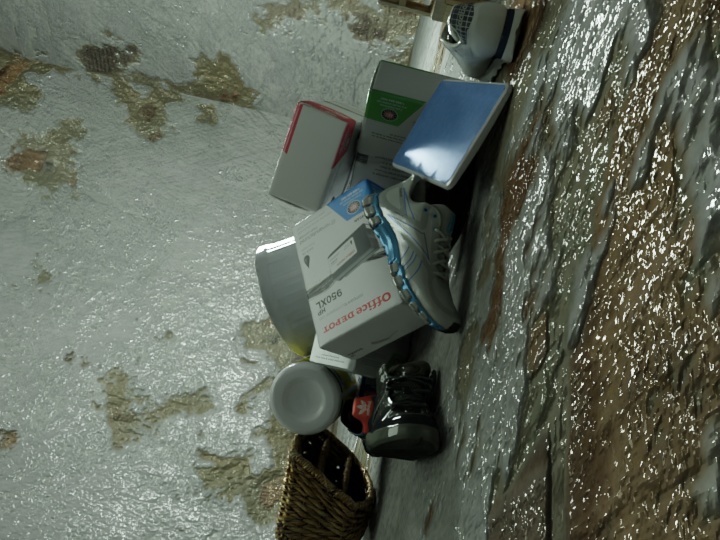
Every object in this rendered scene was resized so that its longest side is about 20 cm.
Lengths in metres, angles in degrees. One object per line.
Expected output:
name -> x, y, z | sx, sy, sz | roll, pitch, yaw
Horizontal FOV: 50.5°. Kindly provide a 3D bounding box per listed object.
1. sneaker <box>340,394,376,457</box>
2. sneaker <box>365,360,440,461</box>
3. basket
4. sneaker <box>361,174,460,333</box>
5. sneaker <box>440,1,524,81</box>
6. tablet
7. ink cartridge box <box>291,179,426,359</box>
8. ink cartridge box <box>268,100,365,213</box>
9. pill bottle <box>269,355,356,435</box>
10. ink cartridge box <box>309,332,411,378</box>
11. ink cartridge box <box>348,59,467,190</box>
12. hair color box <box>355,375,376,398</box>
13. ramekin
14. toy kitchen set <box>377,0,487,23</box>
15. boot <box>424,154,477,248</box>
sneaker -> 0.009, 0.236, 1.187 | 0.200, 0.084, 0.075 | 106, 176, -61
sneaker -> 0.047, 0.148, 0.833 | 0.199, 0.076, 0.114 | 89, -174, -76
basket -> -0.045, 0.334, 1.216 | 0.200, 0.143, 0.149 | -48, -32, -84
sneaker -> 0.072, -0.026, 0.836 | 0.075, 0.087, 0.200 | 29, -148, -56
sneaker -> 0.134, -0.274, 0.898 | 0.200, 0.080, 0.076 | -104, 25, -88
tablet -> 0.102, -0.165, 0.899 | 0.130, 0.014, 0.200 | -59, 21, 5
ink cartridge box -> 0.000, 0.000, 1.051 | 0.145, 0.084, 0.200 | -31, 58, 26
ink cartridge box -> -0.051, -0.177, 1.164 | 0.200, 0.085, 0.146 | -46, -22, -72
pill bottle -> -0.068, 0.195, 1.246 | 0.200, 0.112, 0.113 | 3, -81, -80
ink cartridge box -> 0.016, 0.061, 1.170 | 0.145, 0.087, 0.200 | 24, -103, -54
ink cartridge box -> 0.071, -0.183, 1.101 | 0.200, 0.146, 0.084 | 105, 179, -47
hair color box -> 0.038, 0.134, 1.300 | 0.100, 0.060, 0.200 | 127, 156, -87
ramekin -> -0.084, 0.033, 1.270 | 0.200, 0.098, 0.201 | -22, -90, -78
toy kitchen set -> 0.126, -0.490, 1.181 | 0.200, 0.163, 0.181 | -83, 5, -61
boot -> 0.090, -0.075, 0.986 | 0.151, 0.073, 0.200 | 113, 172, -73
